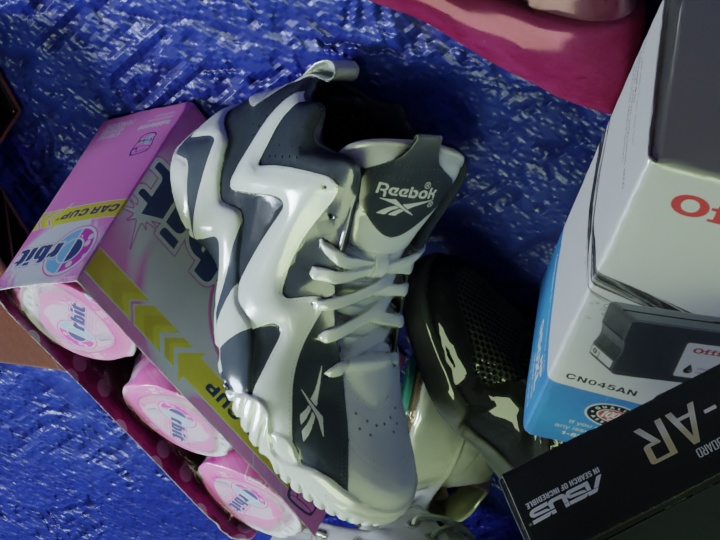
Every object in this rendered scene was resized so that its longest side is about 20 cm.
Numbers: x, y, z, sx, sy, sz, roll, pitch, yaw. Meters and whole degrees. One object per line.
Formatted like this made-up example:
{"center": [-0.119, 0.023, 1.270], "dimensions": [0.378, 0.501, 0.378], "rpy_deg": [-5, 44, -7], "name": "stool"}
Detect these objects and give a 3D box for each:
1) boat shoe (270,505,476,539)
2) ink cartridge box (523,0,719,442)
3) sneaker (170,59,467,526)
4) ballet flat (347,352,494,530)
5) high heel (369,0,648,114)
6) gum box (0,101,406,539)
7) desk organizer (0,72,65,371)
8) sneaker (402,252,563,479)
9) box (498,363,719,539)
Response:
{"center": [0.025, 0.148, 1.060], "dimensions": [0.200, 0.067, 0.074], "rpy_deg": [-2, 158, 34], "name": "boat shoe"}
{"center": [0.156, -0.001, 0.827], "dimensions": [0.145, 0.084, 0.200], "rpy_deg": [13, 146, -2], "name": "ink cartridge box"}
{"center": [0.000, 0.000, 0.919], "dimensions": [0.079, 0.199, 0.130], "rpy_deg": [2, 153, -41], "name": "sneaker"}
{"center": [0.039, 0.093, 1.093], "dimensions": [0.069, 0.069, 0.200], "rpy_deg": [26, 154, 3], "name": "ballet flat"}
{"center": [0.010, -0.107, 0.825], "dimensions": [0.200, 0.067, 0.096], "rpy_deg": [11, 133, 20], "name": "high heel"}
{"center": [-0.070, 0.031, 1.036], "dimensions": [0.066, 0.114, 0.200], "rpy_deg": [-8, 133, 43], "name": "gum box"}
{"center": [-0.203, -0.038, 1.082], "dimensions": [0.077, 0.072, 0.200], "rpy_deg": [6, 141, 28], "name": "desk organizer"}
{"center": [0.105, 0.060, 0.989], "dimensions": [0.114, 0.076, 0.199], "rpy_deg": [-22, 113, 32], "name": "sneaker"}
{"center": [0.160, 0.106, 0.810], "dimensions": [0.160, 0.044, 0.200], "rpy_deg": [-27, 138, 5], "name": "box"}
